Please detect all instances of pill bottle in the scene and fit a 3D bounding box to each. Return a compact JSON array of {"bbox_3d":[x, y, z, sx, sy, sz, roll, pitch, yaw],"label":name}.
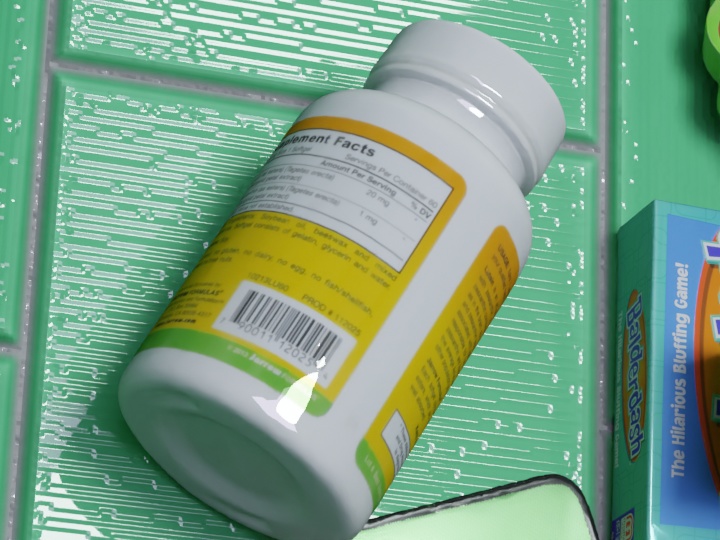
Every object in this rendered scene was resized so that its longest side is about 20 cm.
[{"bbox_3d":[0.000,0.000,1.118,0.111,0.111,0.200,35,64,-4],"label":"pill bottle"}]

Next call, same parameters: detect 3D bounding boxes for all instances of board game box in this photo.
[{"bbox_3d":[0.207,0.061,1.203,0.199,0.045,0.153,8,70,-15],"label":"board game box"}]

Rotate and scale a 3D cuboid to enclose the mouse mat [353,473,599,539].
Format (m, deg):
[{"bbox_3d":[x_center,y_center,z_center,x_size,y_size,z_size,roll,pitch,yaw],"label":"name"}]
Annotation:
[{"bbox_3d":[0.047,0.191,1.126,0.160,0.008,0.201,-12,77,-22],"label":"mouse mat"}]

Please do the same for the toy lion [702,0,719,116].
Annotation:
[{"bbox_3d":[0.226,-0.136,1.257,0.191,0.069,0.200,-36,69,-12],"label":"toy lion"}]
